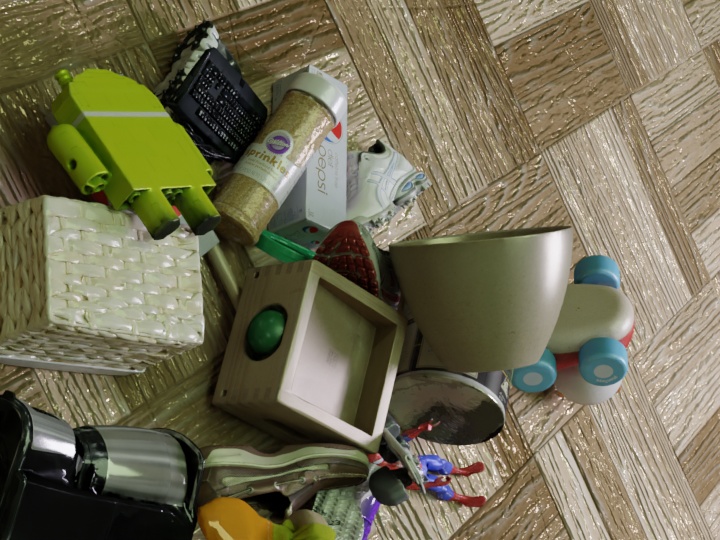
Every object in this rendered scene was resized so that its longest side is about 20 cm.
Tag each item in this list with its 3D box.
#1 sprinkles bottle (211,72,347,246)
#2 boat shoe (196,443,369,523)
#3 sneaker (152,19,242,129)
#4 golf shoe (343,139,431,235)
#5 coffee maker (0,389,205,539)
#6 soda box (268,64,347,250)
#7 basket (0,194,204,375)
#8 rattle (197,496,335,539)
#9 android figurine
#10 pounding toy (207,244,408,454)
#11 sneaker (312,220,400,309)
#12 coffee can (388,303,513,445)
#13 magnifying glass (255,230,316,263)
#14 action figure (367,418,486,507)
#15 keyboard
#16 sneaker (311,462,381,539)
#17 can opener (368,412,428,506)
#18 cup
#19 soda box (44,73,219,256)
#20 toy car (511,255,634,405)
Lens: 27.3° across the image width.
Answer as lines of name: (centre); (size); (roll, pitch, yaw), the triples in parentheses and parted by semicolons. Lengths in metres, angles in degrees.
sprinkles bottle: (-0.091, -0.122, 1.612); (0.068, 0.068, 0.200); (45, 65, -28)
boat shoe: (-0.081, 0.221, 1.499); (0.202, 0.075, 0.075); (2, 63, -26)
sneaker: (-0.176, -0.179, 1.584); (0.091, 0.066, 0.200); (46, 42, -24)
golf shoe: (0.001, -0.092, 1.767); (0.097, 0.078, 0.200); (51, 33, -2)
coffee maker: (-0.249, 0.215, 1.274); (0.200, 0.135, 0.193); (18, 62, -44)
soda box: (-0.060, -0.130, 1.704); (0.068, 0.064, 0.200); (23, 58, -42)
basket: (-0.251, 0.014, 1.367); (0.200, 0.123, 0.136); (12, 66, -48)
rattle: (-0.115, 0.284, 1.402); (0.143, 0.200, 0.131); (5, 78, -23)
android figurine: (-0.215, -0.114, 1.387); (0.200, 0.041, 0.182); (52, 28, 15)
pounding toy: (-0.076, 0.075, 1.562); (0.200, 0.142, 0.185); (32, 62, -39)
sneaker: (0.000, 0.000, 1.634); (0.200, 0.078, 0.082); (74, 32, -59)
coffee can: (0.114, 0.084, 1.751); (0.146, 0.146, 0.200); (41, 47, -31)
magnifying glass: (-0.049, -0.008, 1.671); (0.200, 0.080, 0.022); (18, 101, -54)
action figure: (0.091, 0.225, 1.706); (0.200, 0.099, 0.065); (19, 59, -41)
keyboard: (-0.143, -0.153, 1.554); (0.104, 0.040, 0.200); (-55, 160, -3)
sneaker: (-0.023, 0.276, 1.575); (0.200, 0.069, 0.100); (-57, 158, -66)
can opener: (0.015, 0.189, 1.591); (0.067, 0.200, 0.053); (-31, 116, -9)
cup: (0.137, 0.032, 1.602); (0.200, 0.200, 0.144); (-11, 95, -51)
soda box: (-0.228, -0.090, 1.487); (0.200, 0.063, 0.068); (60, 40, -12)
toy car: (0.278, 0.117, 1.959); (0.185, 0.176, 0.200); (-86, 166, -46)
